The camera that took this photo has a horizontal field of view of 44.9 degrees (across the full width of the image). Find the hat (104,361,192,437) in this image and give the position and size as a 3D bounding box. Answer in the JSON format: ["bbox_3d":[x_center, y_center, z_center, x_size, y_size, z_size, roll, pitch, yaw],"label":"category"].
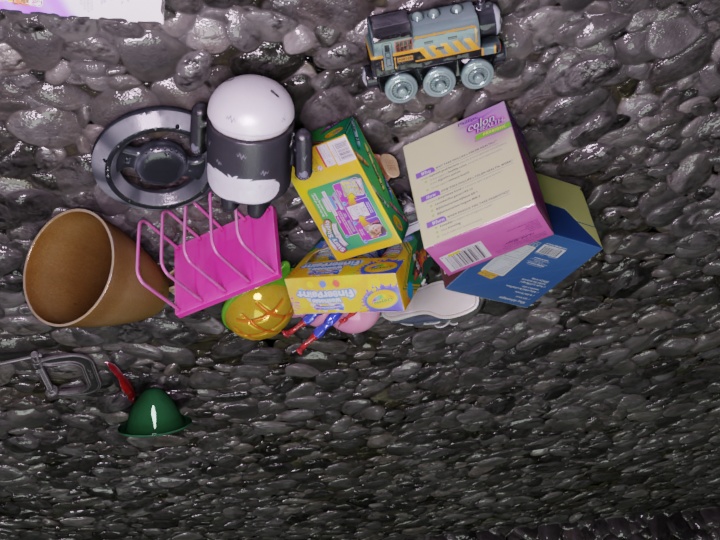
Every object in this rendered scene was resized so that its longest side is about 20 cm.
[{"bbox_3d":[-0.463,0.264,1.929,0.164,0.178,0.200,-5,-175,-10],"label":"hat"}]

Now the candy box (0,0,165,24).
[{"bbox_3d":[-0.312,-0.364,0.954,0.198,0.072,0.168,1,146,-15],"label":"candy box"}]

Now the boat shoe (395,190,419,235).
[{"bbox_3d":[0.085,-0.104,1.449,0.199,0.070,0.067,-17,118,1],"label":"boat shoe"}]

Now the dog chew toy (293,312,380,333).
[{"bbox_3d":[-0.063,0.051,1.615,0.198,0.125,0.125,3,146,-5],"label":"dog chew toy"}]

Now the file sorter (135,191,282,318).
[{"bbox_3d":[-0.247,-0.040,1.405,0.199,0.140,0.125,-21,144,18],"label":"file sorter"}]

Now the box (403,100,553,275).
[{"bbox_3d":[0.175,-0.123,1.325,0.175,0.201,0.097,-23,146,19],"label":"box"}]

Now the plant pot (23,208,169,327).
[{"bbox_3d":[-0.414,0.017,1.438,0.185,0.188,0.200,-22,158,19],"label":"plant pot"}]

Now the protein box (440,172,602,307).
[{"bbox_3d":[0.265,-0.056,1.510,0.197,0.136,0.200,12,141,-30],"label":"protein box"}]

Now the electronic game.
[{"bbox_3d":[-0.296,-0.162,1.293,0.198,0.042,0.201,-11,141,-9],"label":"electronic game"}]

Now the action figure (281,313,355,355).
[{"bbox_3d":[-0.045,0.066,1.537,0.200,0.066,0.052,-40,173,-1],"label":"action figure"}]

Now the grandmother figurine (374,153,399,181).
[{"bbox_3d":[-0.008,-0.115,1.428,0.120,0.061,0.200,4,148,-30],"label":"grandmother figurine"}]

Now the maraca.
[{"bbox_3d":[-0.170,0.049,1.509,0.136,0.107,0.201,-10,147,-26],"label":"maraca"}]

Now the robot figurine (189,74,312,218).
[{"bbox_3d":[-0.153,-0.174,1.218,0.149,0.125,0.201,-11,133,-21],"label":"robot figurine"}]

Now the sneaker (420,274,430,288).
[{"bbox_3d":[0.068,-0.019,1.589,0.090,0.067,0.200,-11,147,16],"label":"sneaker"}]

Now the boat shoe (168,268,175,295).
[{"bbox_3d":[-0.267,-0.003,1.518,0.199,0.072,0.064,-32,139,31],"label":"boat shoe"}]

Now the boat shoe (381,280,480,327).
[{"bbox_3d":[0.135,0.068,1.603,0.199,0.075,0.062,-14,155,29],"label":"boat shoe"}]

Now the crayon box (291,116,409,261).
[{"bbox_3d":[-0.023,-0.119,1.323,0.118,0.058,0.201,-15,120,27],"label":"crayon box"}]

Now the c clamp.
[{"bbox_3d":[-0.631,0.216,1.811,0.169,0.027,0.201,-12,146,-6],"label":"c clamp"}]

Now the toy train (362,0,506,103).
[{"bbox_3d":[0.096,-0.295,1.159,0.198,0.086,0.114,-10,138,1],"label":"toy train"}]

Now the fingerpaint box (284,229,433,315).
[{"bbox_3d":[0.000,0.000,1.450,0.199,0.167,0.074,-3,117,25],"label":"fingerpaint box"}]
